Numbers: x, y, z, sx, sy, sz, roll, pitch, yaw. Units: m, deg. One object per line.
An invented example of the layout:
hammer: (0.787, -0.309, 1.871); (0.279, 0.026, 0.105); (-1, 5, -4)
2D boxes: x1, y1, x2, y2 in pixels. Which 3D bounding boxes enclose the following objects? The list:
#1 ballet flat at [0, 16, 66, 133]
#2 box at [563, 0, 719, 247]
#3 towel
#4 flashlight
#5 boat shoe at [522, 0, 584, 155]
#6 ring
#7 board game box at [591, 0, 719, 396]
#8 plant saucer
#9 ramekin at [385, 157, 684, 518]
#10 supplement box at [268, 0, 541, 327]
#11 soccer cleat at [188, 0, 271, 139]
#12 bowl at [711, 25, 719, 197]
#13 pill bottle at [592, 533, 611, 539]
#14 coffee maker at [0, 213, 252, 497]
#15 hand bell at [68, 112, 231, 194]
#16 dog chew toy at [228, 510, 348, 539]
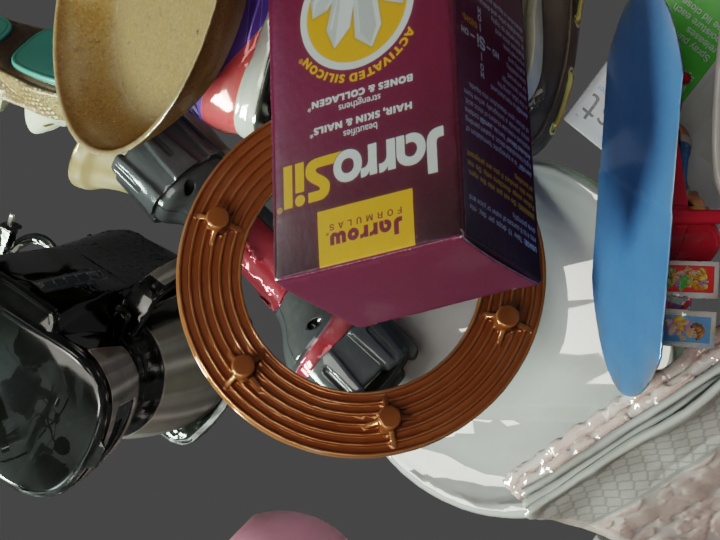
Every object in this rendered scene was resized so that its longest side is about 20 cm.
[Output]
ballet flat: (-0.220, -0.127, 1.227); (0.199, 0.071, 0.066); (21, 131, 21)
box: (0.244, -0.089, 1.017); (0.200, 0.097, 0.177); (41, 107, 12)
towel: (0.206, 0.092, 1.000); (0.200, 0.191, 0.032); (-39, 49, 31)
flashlight: (-0.058, -0.001, 1.063); (0.068, 0.068, 0.200); (-45, 78, -6)
boat shoe: (0.092, -0.156, 1.057); (0.072, 0.060, 0.201); (-8, 56, 28)
ring: (0.000, 0.000, 1.015); (0.199, 0.019, 0.201); (0, 75, 1)
board game box: (0.152, -0.038, 0.938); (0.039, 0.158, 0.201); (2, 100, -5)
plant saucer: (-0.111, -0.159, 1.052); (0.200, 0.035, 0.201); (-20, 65, 52)
ramekin: (0.095, 0.034, 1.092); (0.201, 0.094, 0.203); (3, 97, 22)
supplement box: (0.020, -0.085, 0.963); (0.110, 0.086, 0.201); (-13, 67, 28)
soccer cleat: (-0.056, -0.173, 1.055); (0.073, 0.068, 0.201); (19, 106, 20)
bowl: (0.276, -0.105, 0.912); (0.199, 0.075, 0.201); (10, 99, 18)
pill bottle: (0.126, 0.259, 1.085); (0.114, 0.114, 0.201); (31, 95, 16)
coffee maker: (-0.192, 0.048, 1.153); (0.191, 0.200, 0.135); (10, 99, 21)
hand bell: (-0.069, -0.029, 1.150); (0.200, 0.104, 0.104); (40, 109, 11)
dog chew toy: (-0.017, 0.242, 1.152); (0.200, 0.125, 0.125); (45, 110, 4)
